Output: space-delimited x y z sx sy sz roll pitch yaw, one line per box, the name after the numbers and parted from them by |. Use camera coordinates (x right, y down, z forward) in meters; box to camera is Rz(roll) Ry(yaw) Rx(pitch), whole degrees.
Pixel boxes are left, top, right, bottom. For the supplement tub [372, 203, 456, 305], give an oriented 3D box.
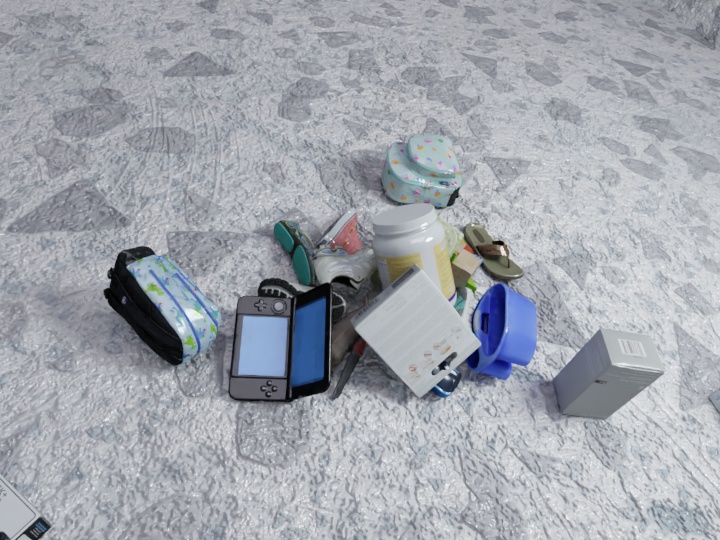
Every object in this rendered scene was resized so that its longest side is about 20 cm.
0.103 -0.016 1.002 0.144 0.201 0.146 -13 20 5 | supplement tub

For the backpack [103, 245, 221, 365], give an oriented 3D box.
-0.352 0.074 0.926 0.153 0.163 0.200 -17 61 -43 | backpack

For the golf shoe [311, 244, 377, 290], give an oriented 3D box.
0.000 0.000 1.064 0.198 0.078 0.098 -5 63 -16 | golf shoe

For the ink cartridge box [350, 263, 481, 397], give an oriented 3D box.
0.104 0.113 0.940 0.160 0.200 0.047 -41 20 1 | ink cartridge box

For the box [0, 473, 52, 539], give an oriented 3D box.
-0.542 0.379 0.675 0.116 0.060 0.200 34 50 15 | box

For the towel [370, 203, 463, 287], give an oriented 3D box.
0.120 -0.031 1.126 0.148 0.201 0.036 31 5 15 | towel

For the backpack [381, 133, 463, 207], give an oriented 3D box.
0.158 -0.264 1.341 0.198 0.154 0.177 -2 55 -7 | backpack

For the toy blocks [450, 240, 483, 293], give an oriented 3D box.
0.209 -0.041 1.208 0.199 0.100 0.137 32 38 13 | toy blocks

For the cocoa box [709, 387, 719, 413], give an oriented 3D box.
0.877 0.277 1.055 0.198 0.132 0.134 -2 50 -15 | cocoa box

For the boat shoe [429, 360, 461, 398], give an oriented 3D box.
0.113 0.163 1.013 0.200 0.084 0.069 45 72 7 | boat shoe

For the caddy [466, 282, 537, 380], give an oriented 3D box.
0.274 0.120 1.033 0.104 0.142 0.201 24 47 -9 | caddy

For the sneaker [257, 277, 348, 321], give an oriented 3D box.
-0.118 0.065 1.054 0.199 0.080 0.074 15 90 14 | sneaker

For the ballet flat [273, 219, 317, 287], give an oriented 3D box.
-0.125 -0.043 1.132 0.074 0.074 0.201 -15 54 -25 | ballet flat

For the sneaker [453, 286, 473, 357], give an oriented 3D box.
0.186 0.093 1.074 0.091 0.078 0.200 17 35 3 | sneaker

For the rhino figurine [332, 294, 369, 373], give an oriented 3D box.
-0.016 0.116 1.009 0.060 0.088 0.200 33 51 15 | rhino figurine

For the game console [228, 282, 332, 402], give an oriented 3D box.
-0.145 0.126 0.922 0.174 0.117 0.201 4 64 -9 | game console

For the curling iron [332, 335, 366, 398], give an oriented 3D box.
0.005 0.151 0.959 0.049 0.026 0.201 34 81 -15 | curling iron

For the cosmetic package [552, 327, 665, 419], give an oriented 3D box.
0.466 0.202 0.978 0.106 0.201 0.091 7 46 -4 | cosmetic package

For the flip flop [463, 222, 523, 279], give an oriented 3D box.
0.327 -0.055 1.259 0.081 0.058 0.201 -13 54 -23 | flip flop

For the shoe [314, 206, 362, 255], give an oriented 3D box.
-0.033 -0.072 1.187 0.091 0.071 0.200 48 31 -10 | shoe
